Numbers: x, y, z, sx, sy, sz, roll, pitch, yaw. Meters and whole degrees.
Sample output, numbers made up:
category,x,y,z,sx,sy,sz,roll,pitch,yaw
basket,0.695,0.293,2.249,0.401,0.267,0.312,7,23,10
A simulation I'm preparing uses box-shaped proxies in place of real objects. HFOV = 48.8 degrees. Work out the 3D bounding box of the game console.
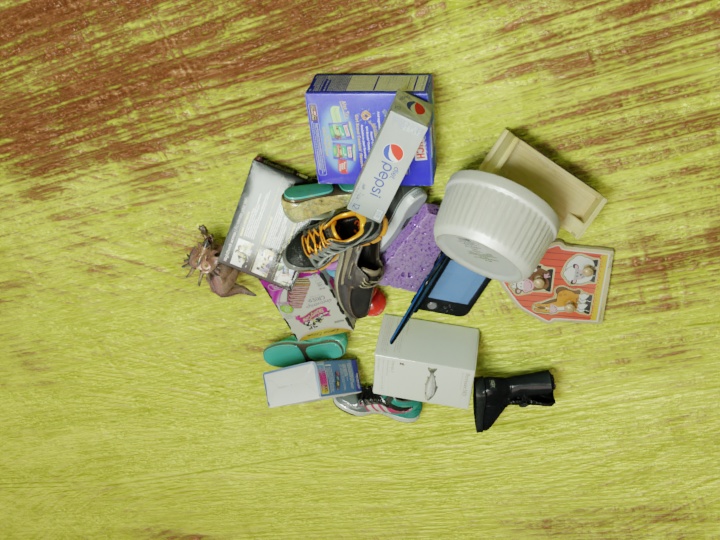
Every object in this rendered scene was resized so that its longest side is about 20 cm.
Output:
category,x,y,z,sx,sy,sz,roll,pitch,yaw
game console,0.157,0.049,1.433,0.168,0.120,0.201,11,139,-15

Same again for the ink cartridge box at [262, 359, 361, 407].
category,x,y,z,sx,sy,sz,roll,pitch,yaw
ink cartridge box,-0.090,0.233,1.652,0.135,0.078,0.199,-15,167,28

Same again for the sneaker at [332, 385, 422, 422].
category,x,y,z,sx,sy,sz,roll,pitch,yaw
sneaker,0.043,0.261,1.697,0.196,0.084,0.122,9,137,-3

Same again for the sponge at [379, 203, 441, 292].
category,x,y,z,sx,sy,sz,roll,pitch,yaw
sponge,0.110,-0.037,1.436,0.110,0.030,0.200,13,136,-29

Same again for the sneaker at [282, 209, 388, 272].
category,x,y,z,sx,sy,sz,roll,pitch,yaw
sneaker,-0.053,-0.057,1.343,0.198,0.077,0.079,-26,78,19

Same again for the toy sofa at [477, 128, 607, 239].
category,x,y,z,sx,sy,sz,roll,pitch,yaw
toy sofa,0.295,-0.144,1.299,0.198,0.098,0.083,31,106,-12

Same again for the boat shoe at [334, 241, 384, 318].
category,x,y,z,sx,sy,sz,roll,pitch,yaw
boat shoe,0.000,0.000,1.413,0.073,0.074,0.203,27,128,46

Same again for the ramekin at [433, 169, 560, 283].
category,x,y,z,sx,sy,sz,roll,pitch,yaw
ramekin,0.211,-0.064,1.283,0.198,0.106,0.200,27,168,6

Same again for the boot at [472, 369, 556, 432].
category,x,y,z,sx,sy,sz,roll,pitch,yaw
boot,0.316,0.273,1.638,0.165,0.077,0.201,-4,145,4

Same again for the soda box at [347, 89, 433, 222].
category,x,y,z,sx,sy,sz,roll,pitch,yaw
soda box,0.044,-0.175,1.235,0.063,0.069,0.201,22,132,-5

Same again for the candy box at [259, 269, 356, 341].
category,x,y,z,sx,sy,sz,roll,pitch,yaw
candy box,-0.105,0.041,1.565,0.134,0.061,0.201,-13,126,25

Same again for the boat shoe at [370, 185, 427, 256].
category,x,y,z,sx,sy,sz,roll,pitch,yaw
boat shoe,0.056,-0.092,1.414,0.057,0.068,0.201,51,140,16

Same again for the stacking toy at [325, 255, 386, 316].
category,x,y,z,sx,sy,sz,roll,pitch,yaw
stacking toy,-0.009,0.014,1.509,0.084,0.086,0.201,-16,128,26

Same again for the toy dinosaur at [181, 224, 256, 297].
category,x,y,z,sx,sy,sz,roll,pitch,yaw
toy dinosaur,-0.274,0.000,1.524,0.084,0.137,0.202,-7,128,20

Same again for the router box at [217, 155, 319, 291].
category,x,y,z,sx,sy,sz,roll,pitch,yaw
router box,-0.154,-0.083,1.425,0.147,0.051,0.203,22,105,-5

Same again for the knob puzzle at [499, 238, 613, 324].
category,x,y,z,sx,sy,sz,roll,pitch,yaw
knob puzzle,0.352,0.030,1.455,0.216,0.031,0.222,8,132,9

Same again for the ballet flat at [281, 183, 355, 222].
category,x,y,z,sx,sy,sz,roll,pitch,yaw
ballet flat,-0.038,-0.124,1.362,0.197,0.071,0.071,-13,131,-8

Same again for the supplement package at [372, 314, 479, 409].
category,x,y,z,sx,sy,sz,roll,pitch,yaw
supplement package,0.130,0.181,1.585,0.196,0.118,0.118,8,131,7

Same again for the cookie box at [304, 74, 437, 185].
category,x,y,z,sx,sy,sz,roll,pitch,yaw
cookie box,0.023,-0.227,1.292,0.196,0.076,0.173,3,131,12

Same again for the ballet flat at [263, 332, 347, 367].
category,x,y,z,sx,sy,sz,roll,pitch,yaw
ballet flat,-0.109,0.159,1.661,0.197,0.071,0.068,-11,116,27
